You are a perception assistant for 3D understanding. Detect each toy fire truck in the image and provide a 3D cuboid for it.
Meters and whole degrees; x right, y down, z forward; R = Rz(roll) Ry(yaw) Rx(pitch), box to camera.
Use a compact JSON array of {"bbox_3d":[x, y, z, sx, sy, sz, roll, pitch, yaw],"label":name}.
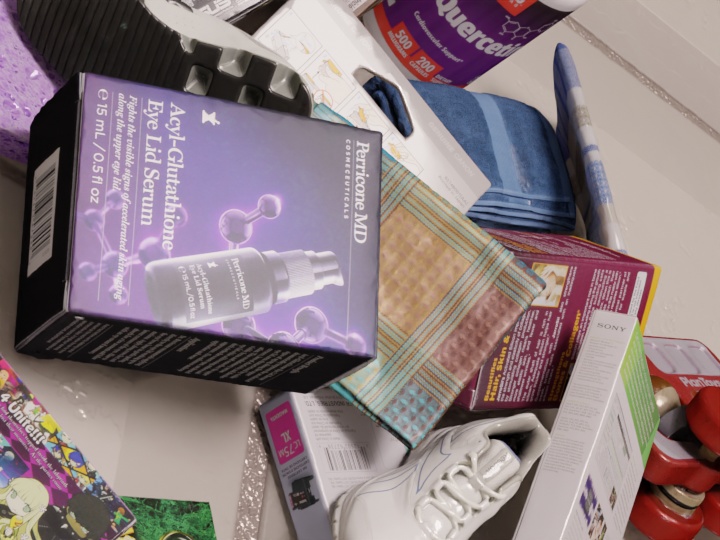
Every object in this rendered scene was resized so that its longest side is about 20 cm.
[{"bbox_3d":[0.247,0.113,1.628,0.199,0.112,0.168,5,37,-46],"label":"toy fire truck"}]

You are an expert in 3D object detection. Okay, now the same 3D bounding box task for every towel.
[{"bbox_3d":[0.180,-0.059,1.660,0.147,0.024,0.201,71,6,-67],"label":"towel"},{"bbox_3d":[0.085,-0.088,1.614,0.199,0.048,0.112,6,64,-45],"label":"towel"},{"bbox_3d":[0.000,0.000,1.365,0.200,0.022,0.147,38,79,8],"label":"towel"}]

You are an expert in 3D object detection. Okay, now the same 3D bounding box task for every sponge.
[{"bbox_3d":[-0.199,-0.153,1.368,0.111,0.030,0.201,20,52,-39],"label":"sponge"}]

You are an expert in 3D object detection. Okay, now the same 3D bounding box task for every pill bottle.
[{"bbox_3d":[0.101,-0.222,1.605,0.112,0.200,0.113,27,47,-33],"label":"pill bottle"}]

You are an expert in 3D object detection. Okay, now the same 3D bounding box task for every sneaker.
[{"bbox_3d":[-0.124,-0.138,1.354,0.199,0.074,0.089,27,14,-6],"label":"sneaker"},{"bbox_3d":[0.050,0.140,1.331,0.075,0.087,0.200,54,37,-6],"label":"sneaker"}]

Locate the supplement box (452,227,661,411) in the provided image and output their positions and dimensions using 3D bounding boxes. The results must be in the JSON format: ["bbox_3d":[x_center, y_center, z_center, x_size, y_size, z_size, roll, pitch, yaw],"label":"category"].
[{"bbox_3d":[0.114,0.033,1.485,0.200,0.085,0.111,4,103,-52],"label":"supplement box"}]

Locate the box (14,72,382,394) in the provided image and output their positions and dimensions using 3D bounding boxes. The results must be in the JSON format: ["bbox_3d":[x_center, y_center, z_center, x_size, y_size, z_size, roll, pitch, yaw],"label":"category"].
[{"bbox_3d":[-0.095,-0.018,1.266,0.199,0.104,0.149,8,72,-24],"label":"box"}]

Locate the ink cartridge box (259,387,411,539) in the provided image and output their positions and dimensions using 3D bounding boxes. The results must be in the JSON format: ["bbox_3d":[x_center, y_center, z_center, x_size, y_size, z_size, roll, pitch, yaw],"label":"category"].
[{"bbox_3d":[0.012,0.172,1.367,0.119,0.042,0.201,3,60,-47],"label":"ink cartridge box"}]

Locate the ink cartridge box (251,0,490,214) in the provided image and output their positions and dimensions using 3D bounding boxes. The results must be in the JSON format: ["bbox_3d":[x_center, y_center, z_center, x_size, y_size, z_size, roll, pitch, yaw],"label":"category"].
[{"bbox_3d":[-0.026,-0.076,1.458,0.200,0.045,0.176,50,54,-10],"label":"ink cartridge box"}]

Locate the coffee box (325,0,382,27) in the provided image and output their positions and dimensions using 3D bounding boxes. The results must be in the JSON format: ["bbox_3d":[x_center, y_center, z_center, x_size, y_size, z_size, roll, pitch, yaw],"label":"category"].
[{"bbox_3d":[-0.050,-0.271,1.529,0.080,0.113,0.200,-40,99,-9],"label":"coffee box"}]

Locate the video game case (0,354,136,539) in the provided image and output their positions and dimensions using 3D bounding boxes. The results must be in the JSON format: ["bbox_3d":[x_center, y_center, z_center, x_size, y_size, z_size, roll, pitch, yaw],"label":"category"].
[{"bbox_3d":[-0.240,0.108,1.111,0.200,0.036,0.181,50,45,-1],"label":"video game case"}]

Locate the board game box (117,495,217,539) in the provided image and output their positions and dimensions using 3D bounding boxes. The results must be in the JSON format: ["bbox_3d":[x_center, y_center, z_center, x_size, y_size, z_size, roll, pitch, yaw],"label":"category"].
[{"bbox_3d":[-0.156,0.176,1.195,0.199,0.023,0.105,9,56,-44],"label":"board game box"}]

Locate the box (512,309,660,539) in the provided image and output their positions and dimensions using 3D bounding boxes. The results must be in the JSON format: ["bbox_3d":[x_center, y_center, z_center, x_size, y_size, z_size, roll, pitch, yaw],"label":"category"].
[{"bbox_3d":[0.153,0.147,1.437,0.145,0.036,0.201,68,40,-54],"label":"box"}]

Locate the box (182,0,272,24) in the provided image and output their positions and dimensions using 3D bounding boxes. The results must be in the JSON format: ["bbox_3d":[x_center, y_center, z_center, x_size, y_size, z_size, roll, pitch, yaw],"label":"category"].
[{"bbox_3d":[-0.077,-0.263,1.433,0.199,0.049,0.162,-32,98,-17],"label":"box"}]
